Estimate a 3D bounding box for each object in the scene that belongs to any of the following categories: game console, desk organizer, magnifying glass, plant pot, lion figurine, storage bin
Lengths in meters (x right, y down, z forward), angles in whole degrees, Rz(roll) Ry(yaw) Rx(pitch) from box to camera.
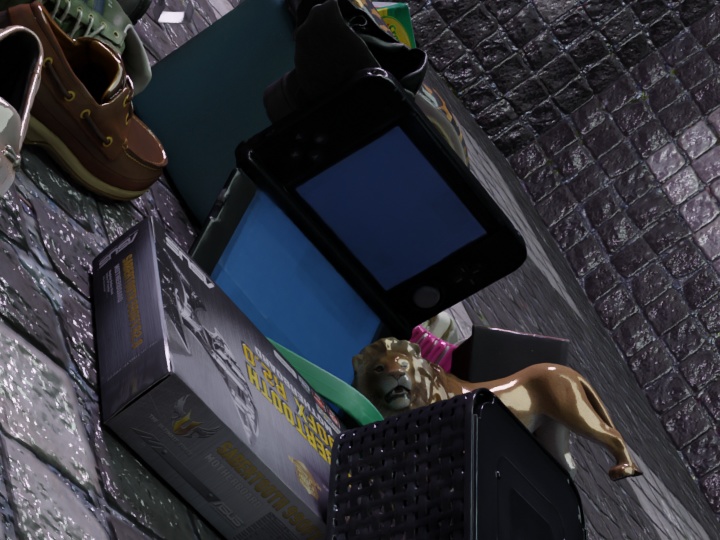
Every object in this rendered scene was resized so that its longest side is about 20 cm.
[{"bbox_3d":[0.000,0.000,1.157,0.200,0.175,0.117,47,23,-35],"label":"game console"},{"bbox_3d":[0.095,0.149,1.231,0.077,0.071,0.203,127,-30,-73],"label":"desk organizer"},{"bbox_3d":[-0.061,0.055,1.096,0.200,0.023,0.079,41,-29,-25],"label":"magnifying glass"},{"bbox_3d":[-0.053,-0.073,1.306,0.201,0.141,0.141,63,13,26],"label":"plant pot"},{"bbox_3d":[0.092,0.098,1.175,0.198,0.072,0.124,-5,69,-26],"label":"lion figurine"},{"bbox_3d":[0.054,0.182,0.924,0.135,0.093,0.202,45,37,-41],"label":"storage bin"}]

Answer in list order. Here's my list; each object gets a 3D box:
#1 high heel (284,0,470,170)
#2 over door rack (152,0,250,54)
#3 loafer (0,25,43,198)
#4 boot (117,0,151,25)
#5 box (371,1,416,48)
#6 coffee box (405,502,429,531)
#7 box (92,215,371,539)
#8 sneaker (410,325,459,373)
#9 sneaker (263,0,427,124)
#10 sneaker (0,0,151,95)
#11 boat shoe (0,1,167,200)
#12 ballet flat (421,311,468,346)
[{"bbox_3d":[0.019,-0.146,1.286,0.200,0.071,0.143,42,26,-36],"label":"high heel"},{"bbox_3d":[-0.138,-0.207,1.376,0.201,0.066,0.149,103,-30,-57],"label":"over door rack"},{"bbox_3d":[-0.196,-0.077,0.871,0.072,0.063,0.200,51,11,-23],"label":"loafer"},{"bbox_3d":[-0.238,-0.266,1.321,0.130,0.068,0.201,29,23,-48],"label":"boot"},{"bbox_3d":[0.022,-0.113,1.416,0.117,0.048,0.203,-149,-132,-71],"label":"box"},{"bbox_3d":[0.096,0.198,1.379,0.124,0.044,0.200,55,10,1],"label":"coffee box"},{"bbox_3d":[-0.068,0.085,0.981,0.200,0.048,0.159,49,12,-30],"label":"box"},{"bbox_3d":[0.054,0.091,1.335,0.200,0.081,0.088,40,-13,14],"label":"sneaker"},{"bbox_3d":[0.014,-0.107,1.181,0.199,0.104,0.060,36,34,-30],"label":"sneaker"},{"bbox_3d":[-0.191,-0.165,1.150,0.090,0.067,0.200,52,6,13],"label":"sneaker"},{"bbox_3d":[-0.167,-0.101,1.066,0.072,0.067,0.200,60,11,27],"label":"boat shoe"},{"bbox_3d":[0.063,0.075,1.420,0.200,0.069,0.068,43,11,35],"label":"ballet flat"}]
